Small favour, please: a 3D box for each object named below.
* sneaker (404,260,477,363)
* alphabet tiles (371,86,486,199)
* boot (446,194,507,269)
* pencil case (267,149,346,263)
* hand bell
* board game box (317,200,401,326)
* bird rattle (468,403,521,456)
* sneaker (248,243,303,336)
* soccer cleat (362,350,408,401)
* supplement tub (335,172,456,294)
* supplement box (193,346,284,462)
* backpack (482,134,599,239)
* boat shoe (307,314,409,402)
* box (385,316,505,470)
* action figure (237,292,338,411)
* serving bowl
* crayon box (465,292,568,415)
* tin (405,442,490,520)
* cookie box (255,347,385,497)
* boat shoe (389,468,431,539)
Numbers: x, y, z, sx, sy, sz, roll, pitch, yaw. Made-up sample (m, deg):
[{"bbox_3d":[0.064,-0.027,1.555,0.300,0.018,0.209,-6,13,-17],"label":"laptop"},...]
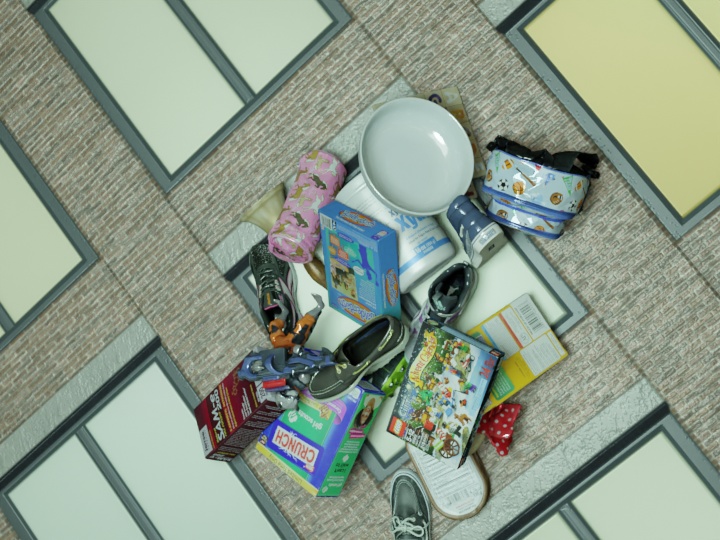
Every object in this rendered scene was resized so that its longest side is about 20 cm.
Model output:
[{"bbox_3d":[0.127,0.068,1.683,0.077,0.140,0.202,26,86,11],"label":"sneaker"},{"bbox_3d":[0.124,-0.207,1.714,0.165,0.008,0.203,-15,80,-20],"label":"alphabet tiles"},{"bbox_3d":[0.189,-0.067,1.655,0.073,0.200,0.091,-39,78,-4],"label":"boot"},{"bbox_3d":[-0.093,-0.109,1.745,0.086,0.083,0.202,-2,56,35],"label":"pencil case"},{"bbox_3d":[-0.116,-0.047,1.802,0.104,0.104,0.201,-38,92,11],"label":"hand bell"},{"bbox_3d":[0.000,0.000,1.699,0.151,0.045,0.202,29,136,39],"label":"board game box"},{"bbox_3d":[0.164,0.249,1.694,0.163,0.113,0.200,-40,84,-27],"label":"bird rattle"},{"bbox_3d":[-0.151,0.044,1.800,0.079,0.086,0.202,-23,83,12],"label":"sneaker"},{"bbox_3d":[0.012,0.211,1.771,0.081,0.067,0.201,42,101,24],"label":"soccer cleat"},{"bbox_3d":[0.061,-0.074,1.721,0.131,0.132,0.201,-36,82,12],"label":"supplement tub"},{"bbox_3d":[-0.209,0.239,1.781,0.200,0.060,0.110,-45,48,28],"label":"supplement box"},{"bbox_3d":[0.280,-0.136,1.633,0.197,0.190,0.157,14,94,13],"label":"backpack"},{"bbox_3d":[-0.014,0.141,1.654,0.200,0.061,0.072,-38,53,9],"label":"boat shoe"},{"bbox_3d":[0.133,0.195,1.596,0.135,0.038,0.203,24,108,22],"label":"box"},{"bbox_3d":[-0.097,0.140,1.673,0.198,0.104,0.196,-2,67,34],"label":"action figure"},{"bbox_3d":[0.085,-0.178,1.655,0.197,0.066,0.203,4,74,-15],"label":"serving bowl"},{"bbox_3d":[0.230,0.142,1.665,0.199,0.052,0.127,-30,81,-24],"label":"crayon box"},{"bbox_3d":[0.151,0.335,1.747,0.111,0.042,0.202,-27,83,9],"label":"tin"},{"bbox_3d":[-0.072,0.262,1.742,0.170,0.075,0.202,29,97,38],"label":"cookie box"},{"bbox_3d":[0.085,0.450,1.747,0.072,0.068,0.203,-3,89,14],"label":"boat shoe"}]
